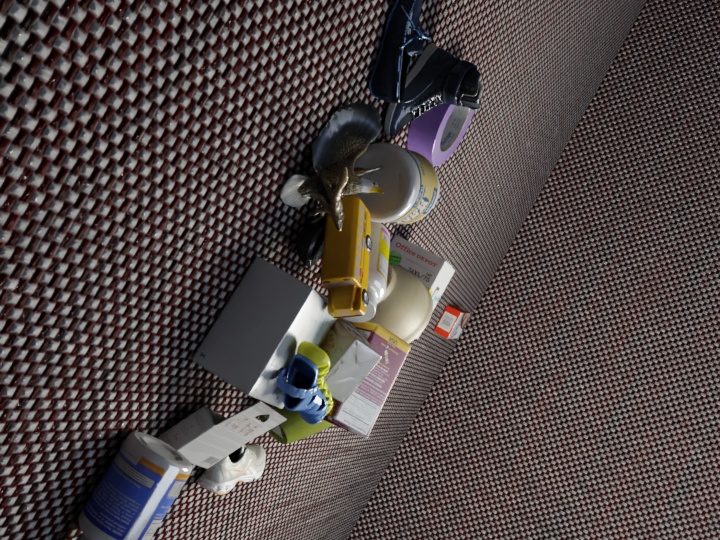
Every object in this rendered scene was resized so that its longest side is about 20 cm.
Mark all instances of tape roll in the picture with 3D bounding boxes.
[{"bbox_3d":[0.178,-0.327,1.743,0.200,0.066,0.200,-53,162,-26],"label":"tape roll"}]

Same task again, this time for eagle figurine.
[{"bbox_3d":[-0.029,-0.162,1.348,0.152,0.151,0.200,-30,-147,33],"label":"eagle figurine"}]

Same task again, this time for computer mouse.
[{"bbox_3d":[-0.084,-0.040,1.489,0.200,0.046,0.141,-54,161,-62],"label":"computer mouse"}]

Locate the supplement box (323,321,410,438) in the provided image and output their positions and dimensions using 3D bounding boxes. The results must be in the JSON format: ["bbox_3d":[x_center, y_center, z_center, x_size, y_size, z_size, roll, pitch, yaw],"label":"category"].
[{"bbox_3d":[-0.012,0.203,1.582,0.103,0.131,0.200,35,76,-32],"label":"supplement box"}]

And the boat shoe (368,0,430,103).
[{"bbox_3d":[0.079,-0.379,1.373,0.084,0.069,0.200,-39,152,-51],"label":"boat shoe"}]

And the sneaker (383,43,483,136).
[{"bbox_3d":[0.143,-0.316,1.531,0.202,0.146,0.077,-57,164,-7],"label":"sneaker"}]

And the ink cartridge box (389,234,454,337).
[{"bbox_3d":[0.113,0.041,1.997,0.200,0.147,0.146,-62,162,-1],"label":"ink cartridge box"}]

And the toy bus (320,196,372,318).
[{"bbox_3d":[-0.024,-0.022,1.405,0.078,0.065,0.200,52,36,-56],"label":"toy bus"}]

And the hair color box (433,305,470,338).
[{"bbox_3d":[0.341,0.191,3.023,0.111,0.064,0.200,-63,164,5],"label":"hair color box"}]

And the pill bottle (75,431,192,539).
[{"bbox_3d":[-0.351,0.355,1.229,0.200,0.112,0.112,-58,163,-6],"label":"pill bottle"}]

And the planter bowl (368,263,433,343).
[{"bbox_3d":[0.042,0.060,1.800,0.200,0.200,0.135,-55,134,-20],"label":"planter bowl"}]

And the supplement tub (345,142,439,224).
[{"bbox_3d":[0.066,-0.161,1.549,0.145,0.145,0.200,-65,162,11],"label":"supplement tub"}]

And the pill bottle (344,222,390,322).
[{"bbox_3d":[0.000,0.000,1.560,0.104,0.104,0.200,100,-2,-46],"label":"pill bottle"}]

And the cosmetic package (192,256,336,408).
[{"bbox_3d":[-0.154,0.112,1.392,0.200,0.123,0.200,-59,161,-8],"label":"cosmetic package"}]

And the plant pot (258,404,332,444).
[{"bbox_3d":[-0.110,0.263,1.703,0.200,0.187,0.187,-36,152,-29],"label":"plant pot"}]

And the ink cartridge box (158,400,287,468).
[{"bbox_3d":[-0.234,0.274,1.426,0.176,0.045,0.200,-31,159,-3],"label":"ink cartridge box"}]

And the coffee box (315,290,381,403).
[{"bbox_3d":[-0.061,0.137,1.527,0.114,0.200,0.080,-50,127,5],"label":"coffee box"}]

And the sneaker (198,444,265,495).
[{"bbox_3d":[-0.241,0.377,1.645,0.200,0.076,0.092,-16,128,-68],"label":"sneaker"}]

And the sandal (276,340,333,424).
[{"bbox_3d":[-0.099,0.202,1.370,0.087,0.079,0.200,-46,151,-30],"label":"sandal"}]
